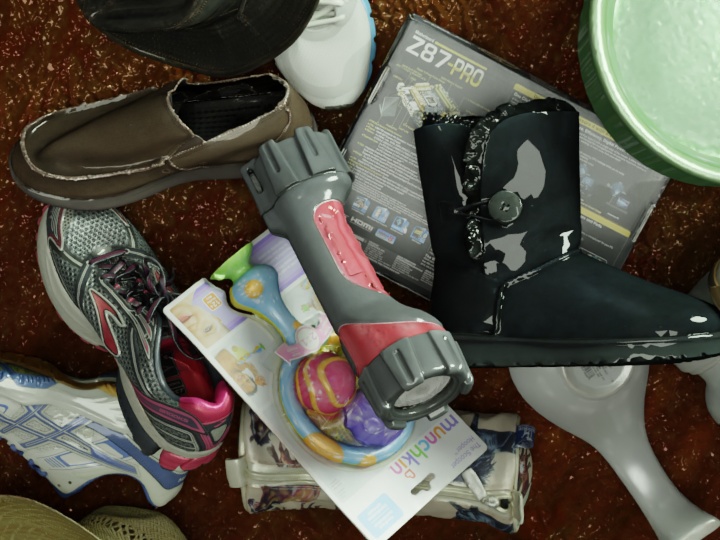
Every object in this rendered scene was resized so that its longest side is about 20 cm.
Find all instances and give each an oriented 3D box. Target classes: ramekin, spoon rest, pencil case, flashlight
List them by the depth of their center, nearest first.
[{"bbox_3d":[0.000,0.000,1.617,0.068,0.068,0.200,-46,57,34],"label":"flashlight"},{"bbox_3d":[0.231,-0.146,1.637,0.200,0.098,0.200,1,85,-8],"label":"ramekin"},{"bbox_3d":[0.164,0.090,1.701,0.099,0.061,0.200,-32,106,-9],"label":"spoon rest"},{"bbox_3d":[0.013,0.126,1.712,0.200,0.089,0.078,4,100,1],"label":"pencil case"}]

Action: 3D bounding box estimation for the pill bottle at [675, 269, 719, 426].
[{"bbox_3d":[0.296,0.081,1.687,0.200,0.116,0.116,42,98,-7],"label":"pill bottle"}]

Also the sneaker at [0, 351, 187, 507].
[{"bbox_3d":[-0.207,0.106,1.717,0.200,0.075,0.088,11,100,-1],"label":"sneaker"}]

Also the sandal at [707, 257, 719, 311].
[{"bbox_3d":[0.284,-0.028,1.640,0.082,0.200,0.055,47,136,6],"label":"sandal"}]

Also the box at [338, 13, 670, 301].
[{"bbox_3d":[0.083,-0.051,1.701,0.200,0.049,0.161,26,100,-5],"label":"box"}]

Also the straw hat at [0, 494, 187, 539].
[{"bbox_3d":[-0.156,0.202,1.724,0.201,0.201,0.085,51,55,-7],"label":"straw hat"}]

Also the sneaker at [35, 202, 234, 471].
[{"bbox_3d":[-0.137,0.027,1.675,0.081,0.075,0.200,-25,73,-30],"label":"sneaker"}]

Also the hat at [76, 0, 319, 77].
[{"bbox_3d":[-0.123,-0.188,1.621,0.200,0.081,0.201,15,128,20],"label":"hat"}]

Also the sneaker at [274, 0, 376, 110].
[{"bbox_3d":[-0.037,-0.197,1.659,0.075,0.087,0.200,-13,101,1],"label":"sneaker"}]

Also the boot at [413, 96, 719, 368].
[{"bbox_3d":[0.131,-0.023,1.619,0.200,0.076,0.168,-1,88,14],"label":"boot"}]

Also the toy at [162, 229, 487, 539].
[{"bbox_3d":[-0.015,0.061,1.638,0.200,0.047,0.115,46,54,8],"label":"toy"}]

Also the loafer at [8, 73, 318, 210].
[{"bbox_3d":[-0.128,-0.095,1.674,0.200,0.071,0.073,-11,55,-5],"label":"loafer"}]
